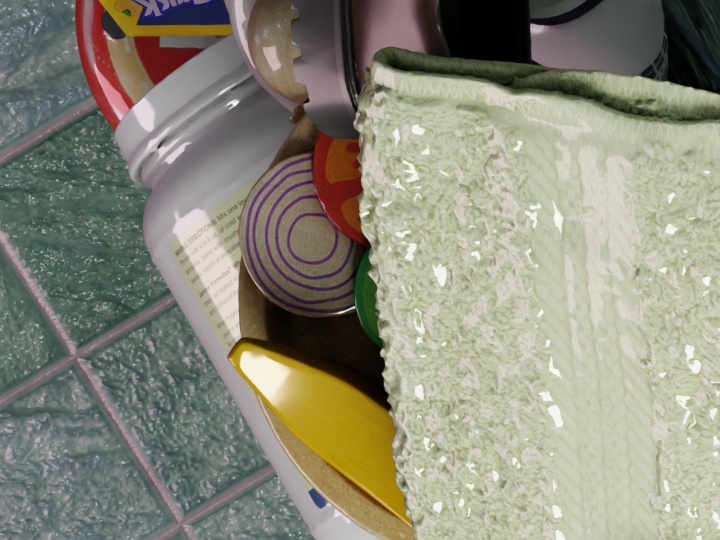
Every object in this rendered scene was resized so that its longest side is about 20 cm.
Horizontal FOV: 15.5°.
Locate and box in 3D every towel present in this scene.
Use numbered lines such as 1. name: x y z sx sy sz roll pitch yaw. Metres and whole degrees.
1. towel: 0.070 0.028 0.777 0.037 0.147 0.201 -54 -36 -48

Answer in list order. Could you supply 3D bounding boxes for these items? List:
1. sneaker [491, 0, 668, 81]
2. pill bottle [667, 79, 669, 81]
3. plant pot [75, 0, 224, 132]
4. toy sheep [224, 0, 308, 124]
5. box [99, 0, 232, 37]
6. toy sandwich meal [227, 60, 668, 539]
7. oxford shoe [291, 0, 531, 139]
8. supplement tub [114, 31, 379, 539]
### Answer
1. sneaker: 0.038 -0.134 0.888 0.080 0.076 0.201 44 -166 -51
2. pill bottle: 0.101 0.026 0.965 0.201 0.119 0.120 60 -179 7
3. plant pot: -0.041 -0.122 1.328 0.201 0.200 0.182 59 -169 1
4. toy sheep: 0.008 -0.124 0.988 0.138 0.137 0.200 59 -143 -22
5. box: -0.065 -0.206 1.205 0.064 0.070 0.201 54 -136 -52
6. toy sandwich meal: 0.048 0.014 0.879 0.206 0.204 0.070 59 -168 6
7. oxford shoe: 0.025 -0.136 0.773 0.084 0.072 0.201 8 112 39
8. supplement tub: 0.000 0.000 1.084 0.201 0.144 0.145 59 -179 7
